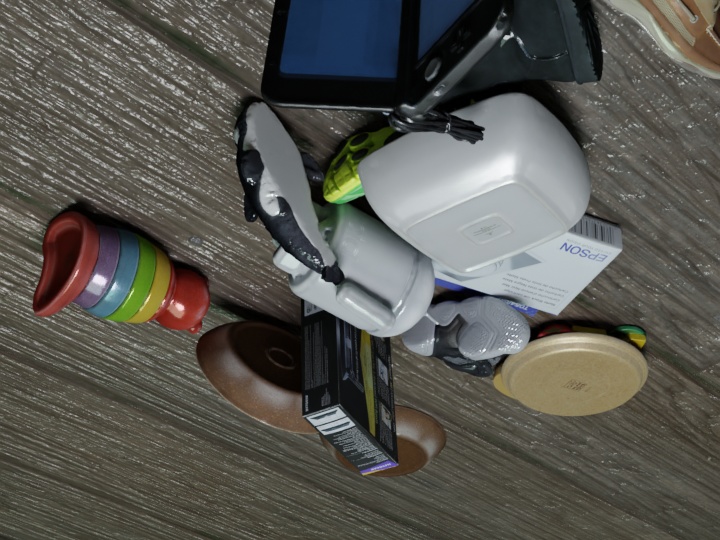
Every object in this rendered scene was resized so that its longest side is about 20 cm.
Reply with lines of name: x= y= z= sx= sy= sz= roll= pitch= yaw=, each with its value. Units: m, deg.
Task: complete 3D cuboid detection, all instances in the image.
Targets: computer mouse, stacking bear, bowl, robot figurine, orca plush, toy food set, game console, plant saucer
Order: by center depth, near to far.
game console: x=0.022 y=-0.225 z=0.817 sx=0.115 sy=0.202 sz=0.176 roll=23 pitch=140 yaw=-24
computer mouse: x=0.003 y=-0.157 z=0.915 sx=0.140 sy=0.199 sz=0.046 roll=5 pitch=119 yaw=-57
bowl: x=0.119 y=-0.070 z=1.032 sx=0.198 sy=0.076 sz=0.199 roll=-23 pitch=148 yaw=25
orca plush: x=-0.082 y=-0.066 z=1.075 sx=0.071 sy=0.105 sz=0.201 roll=-32 pitch=94 yaw=38
robot figurine: x=0.000 y=0.000 z=1.159 sx=0.199 sy=0.171 sz=0.113 roll=28 pitch=120 yaw=-23
stacking bear: x=-0.269 y=0.015 z=1.264 sx=0.199 sy=0.123 sz=0.113 roll=23 pitch=148 yaw=-38
plant saucer: x=-0.106 y=0.121 z=1.316 sx=0.199 sy=0.201 sz=0.037 roll=22 pitch=113 yaw=-22
toy food set: x=0.282 y=0.132 z=1.398 sx=0.195 sy=0.049 sz=0.201 roll=8 pitch=143 yaw=-4
plant saucer: x=0.032 y=0.268 z=1.622 sx=0.197 sy=0.037 sz=0.201 roll=4 pitch=144 yaw=3

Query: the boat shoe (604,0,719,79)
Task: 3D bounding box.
boat shoe: x=0.271 y=-0.231 z=0.890 sx=0.199 sy=0.076 sz=0.072 roll=26 pitch=137 yaw=-28

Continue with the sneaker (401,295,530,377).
sneaker: x=0.151 y=0.084 z=1.305 sx=0.113 sy=0.076 sz=0.199 roll=26 pitch=163 yaw=-37

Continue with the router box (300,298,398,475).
router box: x=-0.014 y=0.121 z=1.289 sx=0.052 sy=0.202 sz=0.158 roll=-19 pitch=137 yaw=19

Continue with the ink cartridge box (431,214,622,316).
ink cartridge box: x=0.166 y=-0.010 z=1.226 sx=0.197 sy=0.041 sz=0.200 roll=16 pitch=142 yaw=-15

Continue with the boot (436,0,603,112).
boot: x=0.115 y=-0.225 z=0.923 sx=0.160 sy=0.074 sz=0.199 roll=-4 pitch=140 yaw=24

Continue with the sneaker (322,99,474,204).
sneaker: x=0.043 y=-0.109 z=1.079 sx=0.198 sy=0.075 sz=0.083 roll=-23 pitch=131 yaw=32
